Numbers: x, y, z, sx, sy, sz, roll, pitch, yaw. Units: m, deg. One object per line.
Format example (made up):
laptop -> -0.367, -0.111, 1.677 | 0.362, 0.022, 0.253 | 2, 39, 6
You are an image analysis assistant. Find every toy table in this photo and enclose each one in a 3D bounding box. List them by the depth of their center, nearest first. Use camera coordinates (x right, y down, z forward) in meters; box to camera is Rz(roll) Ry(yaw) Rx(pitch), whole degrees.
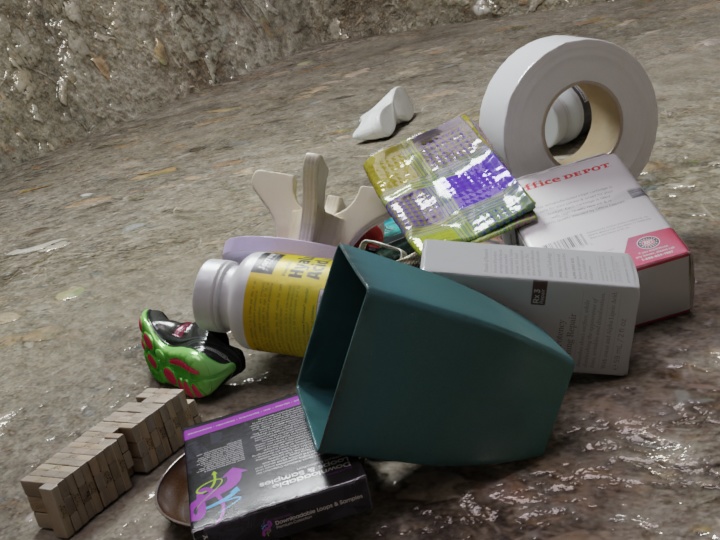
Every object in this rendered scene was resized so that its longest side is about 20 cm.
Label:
toy table -> -0.054, -0.052, 1.338 | 0.200, 0.117, 0.184 | 12, -16, 1

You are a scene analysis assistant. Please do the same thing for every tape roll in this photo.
tape roll -> 0.242, -0.169, 1.317 | 0.202, 0.203, 0.071 | -20, 20, -14

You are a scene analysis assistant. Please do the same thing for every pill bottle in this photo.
pill bottle -> -0.078, 0.038, 1.250 | 0.200, 0.111, 0.111 | 6, 24, 16
pill bottle -> 0.342, -0.277, 1.891 | 0.113, 0.113, 0.200 | 3, 26, 44

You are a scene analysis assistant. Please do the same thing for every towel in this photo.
towel -> 0.094, -0.095, 1.245 | 0.143, 0.023, 0.200 | -21, 42, -4

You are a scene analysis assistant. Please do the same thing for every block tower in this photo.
block tower -> -0.243, 0.182, 1.118 | 0.058, 0.054, 0.200 | -3, 21, 34

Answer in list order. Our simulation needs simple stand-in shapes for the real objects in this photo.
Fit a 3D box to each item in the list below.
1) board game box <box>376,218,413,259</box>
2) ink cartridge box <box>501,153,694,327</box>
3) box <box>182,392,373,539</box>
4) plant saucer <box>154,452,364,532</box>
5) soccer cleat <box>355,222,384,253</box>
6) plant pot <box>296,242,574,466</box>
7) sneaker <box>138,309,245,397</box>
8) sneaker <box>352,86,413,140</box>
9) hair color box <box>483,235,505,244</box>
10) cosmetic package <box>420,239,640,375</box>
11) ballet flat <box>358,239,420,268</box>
board game box -> 0.038, -0.048, 1.603 | 0.200, 0.028, 0.135 | -23, 20, -21
ink cartridge box -> 0.243, -0.026, 1.200 | 0.146, 0.083, 0.200 | -16, 37, -2
box -> -0.077, 0.166, 0.967 | 0.143, 0.036, 0.200 | -17, 17, -5
plant saucer -> -0.085, 0.185, 1.021 | 0.200, 0.032, 0.200 | -13, 19, 5
soccer cleat -> -0.052, -0.031, 1.508 | 0.200, 0.069, 0.085 | -24, 31, 28
plant pot -> 0.067, 0.081, 0.963 | 0.200, 0.142, 0.141 | 13, 13, -14
sneaker -> -0.199, 0.094, 1.329 | 0.084, 0.077, 0.200 | -18, 27, -30
sneaker -> 0.042, -0.319, 2.334 | 0.088, 0.075, 0.200 | -18, 16, 31
hair color box -> 0.236, -0.038, 1.361 | 0.200, 0.064, 0.111 | -20, 20, -11
cosmetic package -> 0.154, 0.035, 1.067 | 0.200, 0.102, 0.074 | 2, 28, 3
ballet flat -> 0.000, 0.000, 1.416 | 0.200, 0.075, 0.068 | -4, -3, 33
